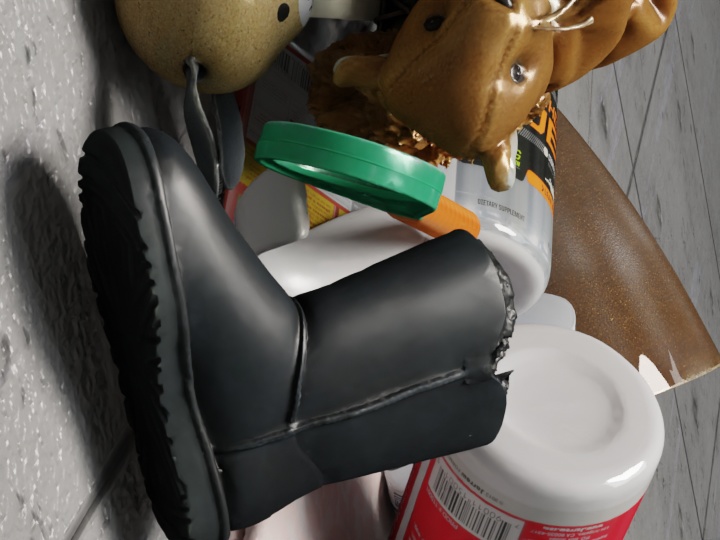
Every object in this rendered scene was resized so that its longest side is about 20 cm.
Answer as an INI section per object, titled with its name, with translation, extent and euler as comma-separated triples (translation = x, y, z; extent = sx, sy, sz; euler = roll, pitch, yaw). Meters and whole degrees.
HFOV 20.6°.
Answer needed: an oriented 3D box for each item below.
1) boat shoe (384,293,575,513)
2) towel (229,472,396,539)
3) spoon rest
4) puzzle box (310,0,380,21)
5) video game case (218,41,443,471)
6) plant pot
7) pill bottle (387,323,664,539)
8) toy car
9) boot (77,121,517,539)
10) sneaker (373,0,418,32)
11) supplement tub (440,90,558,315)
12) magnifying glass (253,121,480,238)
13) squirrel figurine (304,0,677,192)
[boat shoe]
translation = 0.075, 0.091, 1.159
extent = 0.200, 0.072, 0.068
euler = -57, 146, -46
[towel]
translation = -0.025, 0.148, 1.007
extent = 0.200, 0.032, 0.191
euler = 67, 24, -44
[spoon rest]
translation = 0.000, 0.000, 0.967
extent = 0.200, 0.061, 0.100
euler = 28, 49, -54
[puzzle box]
translation = -0.003, -0.200, 1.056
extent = 0.200, 0.025, 0.133
euler = -6, 105, -56
[video game case]
translation = -0.018, -0.015, 1.004
extent = 0.143, 0.017, 0.200
euler = 35, 45, -32
[plant pot]
translation = 0.117, -0.002, 1.306
extent = 0.200, 0.187, 0.187
euler = 70, 18, 2
[pill bottle]
translation = 0.074, 0.132, 1.005
extent = 0.112, 0.112, 0.200
euler = -76, -179, -47
[toy car]
translation = -0.045, -0.132, 0.870
extent = 0.164, 0.157, 0.201
euler = -39, 135, -84
[boot]
translation = -0.022, 0.010, 0.837
extent = 0.076, 0.168, 0.201
euler = 34, -41, 55
[sneaker]
translation = 0.039, -0.168, 1.038
extent = 0.106, 0.075, 0.200
euler = -56, 142, -28
[supplement tub]
translation = 0.056, -0.076, 1.185
extent = 0.123, 0.122, 0.200
euler = 59, 30, -53
[magnifying glass]
translation = 0.015, -0.036, 0.885
extent = 0.200, 0.079, 0.022
euler = 27, 78, -68
[squirrel figurine]
translation = 0.059, -0.104, 0.925
extent = 0.200, 0.141, 0.187
euler = -51, -174, 47
